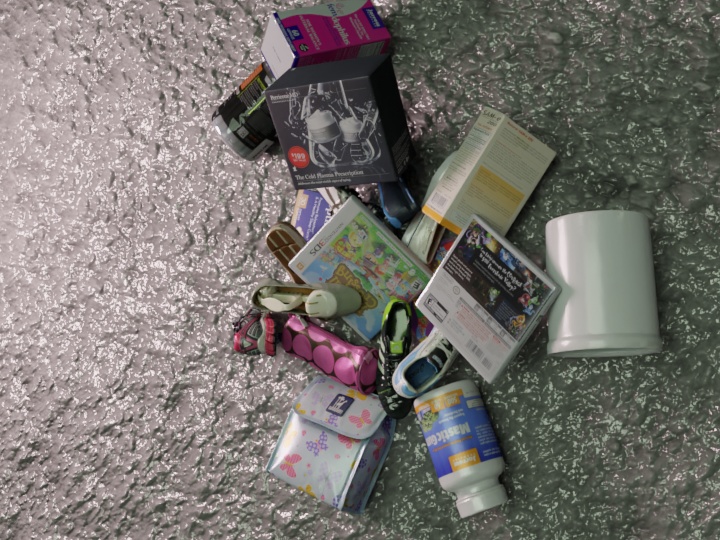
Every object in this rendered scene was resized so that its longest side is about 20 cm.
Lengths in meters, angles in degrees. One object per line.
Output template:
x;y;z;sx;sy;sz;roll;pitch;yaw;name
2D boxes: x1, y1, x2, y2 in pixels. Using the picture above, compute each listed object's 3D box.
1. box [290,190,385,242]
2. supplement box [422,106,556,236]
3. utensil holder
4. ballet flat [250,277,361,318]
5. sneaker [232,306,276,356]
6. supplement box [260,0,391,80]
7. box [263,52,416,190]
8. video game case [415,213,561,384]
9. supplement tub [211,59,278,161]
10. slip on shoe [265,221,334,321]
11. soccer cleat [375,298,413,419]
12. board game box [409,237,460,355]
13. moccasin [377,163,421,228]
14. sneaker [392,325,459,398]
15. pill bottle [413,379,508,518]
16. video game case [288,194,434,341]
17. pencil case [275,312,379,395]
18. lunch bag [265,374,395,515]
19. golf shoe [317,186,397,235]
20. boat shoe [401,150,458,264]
-0.039;-0.074;1.699;0.198;0.032;0.123;14;90;27;box
0.209;-0.145;1.512;0.201;0.125;0.074;-58;29;6;supplement box
0.363;0.025;1.403;0.168;0.170;0.203;-6;78;26;utensil holder
-0.098;0.056;1.614;0.197;0.064;0.068;6;114;17;ballet flat
-0.198;0.103;1.682;0.074;0.200;0.082;-1;97;-11;sneaker
-0.061;-0.402;1.649;0.102;0.198;0.104;62;151;19;supplement box
-0.032;-0.243;1.534;0.198;0.104;0.184;-3;120;27;box
0.192;0.041;1.437;0.200;0.023;0.183;47;114;38;video game case
-0.175;-0.313;1.747;0.200;0.122;0.123;-40;68;18;supplement tub
-0.099;-0.001;1.684;0.076;0.061;0.201;-34;101;19;slip on shoe
0.058;0.147;1.551;0.067;0.081;0.203;0;82;3;soccer cleat
0.151;0.041;1.578;0.156;0.039;0.203;8;87;28;board game box
0.069;-0.160;1.613;0.068;0.080;0.202;-25;55;18;moccasin
0.132;0.129;1.506;0.072;0.072;0.200;45;78;-16;sneaker
0.167;0.289;1.500;0.111;0.112;0.202;-26;72;22;pill bottle
0.000;0.000;1.606;0.200;0.022;0.182;44;118;-4;video game case
-0.051;0.140;1.631;0.198;0.090;0.095;23;127;32;pencil case
-0.045;0.293;1.605;0.168;0.127;0.202;21;78;27;lunch bag
-0.030;-0.099;1.635;0.200;0.078;0.095;41;101;23;golf shoe
0.142;-0.103;1.583;0.069;0.071;0.202;32;96;25;boat shoe
